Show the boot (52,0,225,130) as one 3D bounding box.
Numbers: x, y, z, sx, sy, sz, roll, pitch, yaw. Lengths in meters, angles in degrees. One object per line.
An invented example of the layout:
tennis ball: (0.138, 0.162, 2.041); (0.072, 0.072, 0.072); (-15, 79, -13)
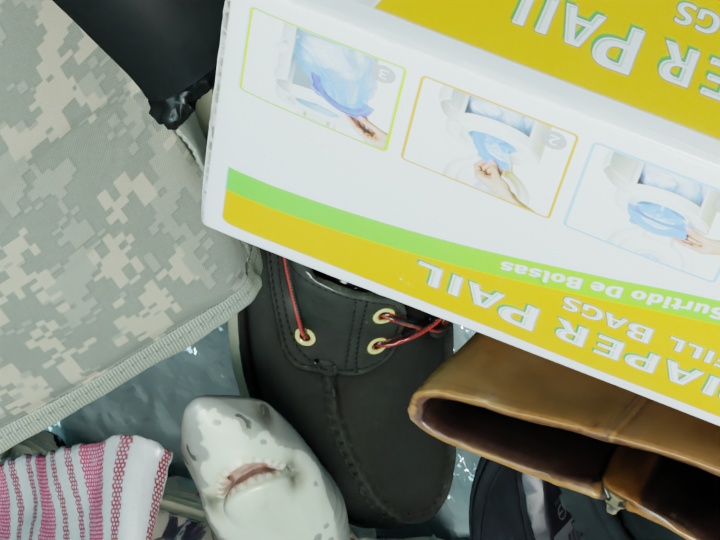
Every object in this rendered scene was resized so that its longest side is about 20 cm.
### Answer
boot: (-0.092, -0.094, 0.633); (0.162, 0.198, 0.073); (39, 167, -35)

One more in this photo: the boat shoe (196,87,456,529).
boat shoe: (-0.002, 0.001, 0.823); (0.063, 0.074, 0.202); (16, 126, 46)

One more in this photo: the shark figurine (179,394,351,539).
shark figurine: (-0.052, 0.120, 0.862); (0.128, 0.090, 0.215); (13, 122, -31)

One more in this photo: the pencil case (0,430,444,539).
pencil case: (-0.054, 0.114, 0.934); (0.200, 0.078, 0.090); (13, 114, 25)

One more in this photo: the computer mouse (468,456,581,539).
computer mouse: (0.057, 0.134, 0.835); (0.046, 0.140, 0.200); (2, 121, 34)

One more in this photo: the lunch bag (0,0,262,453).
lunch bag: (-0.144, -0.026, 0.756); (0.200, 0.118, 0.164); (-21, 133, 9)

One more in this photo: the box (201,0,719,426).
box: (0.077, -0.042, 0.579); (0.200, 0.113, 0.101); (21, 150, 4)

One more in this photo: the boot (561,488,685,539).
boot: (0.156, 0.082, 0.773); (0.162, 0.073, 0.199); (-1, 126, 36)

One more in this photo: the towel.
towel: (-0.121, 0.129, 0.824); (0.030, 0.147, 0.200); (17, 167, -22)

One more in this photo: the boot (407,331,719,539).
boot: (0.063, -0.005, 0.695); (0.188, 0.200, 0.069); (28, 131, 13)
